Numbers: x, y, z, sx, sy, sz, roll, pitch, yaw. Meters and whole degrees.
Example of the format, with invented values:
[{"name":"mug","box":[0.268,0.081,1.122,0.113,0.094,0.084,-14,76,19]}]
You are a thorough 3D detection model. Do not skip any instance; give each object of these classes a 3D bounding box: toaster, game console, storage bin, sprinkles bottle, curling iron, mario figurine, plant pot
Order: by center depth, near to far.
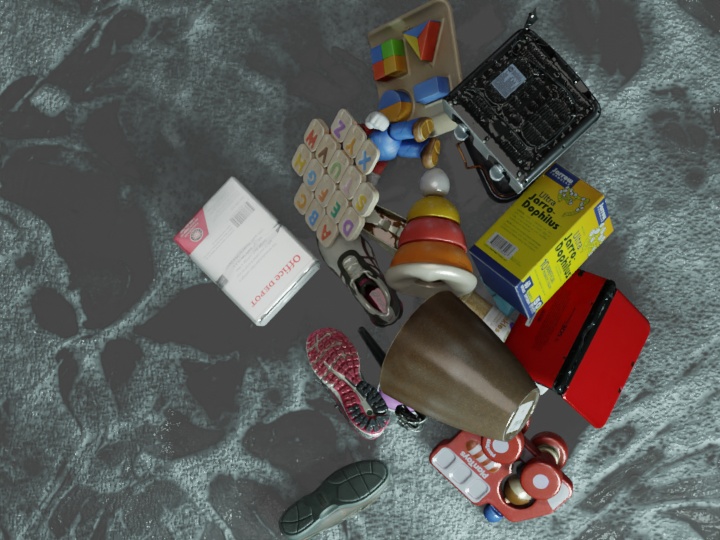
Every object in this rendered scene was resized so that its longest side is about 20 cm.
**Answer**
[{"name":"toaster","box":[0.241,-0.241,1.599,0.200,0.119,0.181,-42,86,-3]},{"name":"plant pot","box":[0.162,0.162,1.611,0.199,0.187,0.188,34,88,25]},{"name":"game console","box":[0.337,0.115,1.698,0.171,0.119,0.201,21,69,30]},{"name":"storage bin","box":[0.226,-0.221,1.725,0.144,0.134,0.202,-23,84,1]},{"name":"curling iron","box":[0.046,0.170,1.726,0.049,0.026,0.201,-9,58,-34]},{"name":"mario figurine","box":[0.022,-0.190,1.727,0.198,0.106,0.125,0,97,32]},{"name":"sprinkles bottle","box":[0.232,0.113,1.731,0.199,0.068,0.068,38,88,5]}]

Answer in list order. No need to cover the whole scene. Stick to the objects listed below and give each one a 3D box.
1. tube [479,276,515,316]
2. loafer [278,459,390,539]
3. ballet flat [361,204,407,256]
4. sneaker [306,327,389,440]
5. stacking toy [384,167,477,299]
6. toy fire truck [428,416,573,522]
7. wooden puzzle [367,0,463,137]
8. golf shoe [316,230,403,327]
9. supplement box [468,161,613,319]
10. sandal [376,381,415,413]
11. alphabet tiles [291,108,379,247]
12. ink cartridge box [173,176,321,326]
[{"name":"tube","box":[0.297,-0.011,1.751,0.199,0.050,0.078,-34,83,4]},{"name":"loafer","box":[-0.038,0.373,1.738,0.198,0.063,0.072,-29,54,-3]},{"name":"ballet flat","box":[0.049,-0.064,1.757,0.198,0.062,0.068,26,86,4]},{"name":"sneaker","box":[-0.028,0.185,1.740,0.080,0.075,0.201,-24,71,-18]},{"name":"stacking toy","box":[0.116,-0.064,1.698,0.144,0.146,0.203,5,73,3]},{"name":"toy fire truck","box":[0.228,0.313,1.704,0.200,0.112,0.168,43,115,-1]},{"name":"wooden puzzle","box":[0.083,-0.312,1.730,0.184,0.046,0.203,-15,85,46]},{"name":"golf shoe","box":[0.000,0.000,1.744,0.077,0.088,0.201,-39,83,1]},{"name":"supplement box","box":[0.282,-0.047,1.674,0.200,0.109,0.109,-46,55,-7]},{"name":"sandal","box":[0.125,0.189,1.740,0.200,0.050,0.084,-2,85,3]},{"name":"alphabet tiles","box":[-0.043,-0.147,1.719,0.201,0.014,0.197,53,128,32]},{"name":"ink cartridge box","box":[-0.181,-0.029,1.756,0.200,0.085,0.146,44,89,7]}]
